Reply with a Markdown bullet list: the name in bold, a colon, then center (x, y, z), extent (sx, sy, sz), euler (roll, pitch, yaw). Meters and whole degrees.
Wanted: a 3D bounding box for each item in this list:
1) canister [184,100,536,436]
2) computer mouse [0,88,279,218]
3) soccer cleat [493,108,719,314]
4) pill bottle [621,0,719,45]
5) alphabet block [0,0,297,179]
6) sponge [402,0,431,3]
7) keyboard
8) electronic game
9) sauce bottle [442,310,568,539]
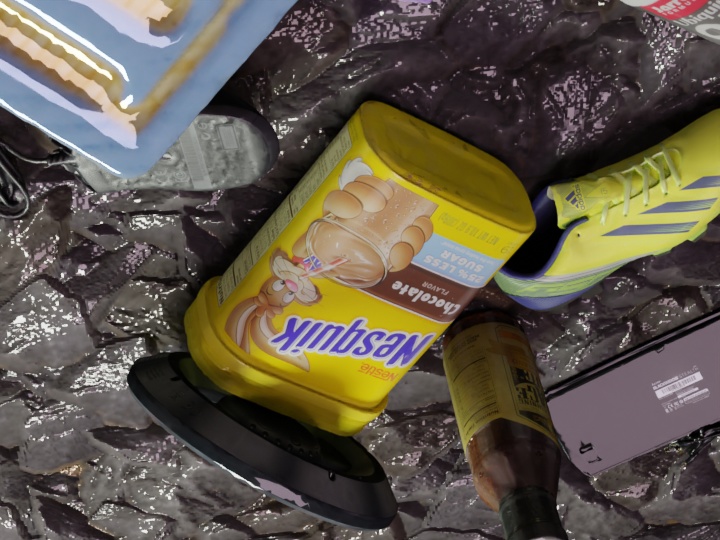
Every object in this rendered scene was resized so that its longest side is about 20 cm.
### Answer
- **canister**: center (0.000, 0.000, 1.381), extent (0.148, 0.087, 0.200), euler (23, 123, -29)
- **computer mouse**: center (-0.153, -0.101, 1.286), extent (0.198, 0.046, 0.141), euler (-7, 139, 12)
- **soccer cleat**: center (0.166, -0.043, 1.385), extent (0.200, 0.065, 0.084), euler (-36, 133, 23)
- **pill bottle**: center (0.201, -0.191, 1.222), extent (0.199, 0.111, 0.111), euler (19, 127, -26)
- **alphabet block**: center (-0.127, -0.206, 1.066), extent (0.195, 0.201, 0.196), euler (33, 121, -25)
- **sponge**: center (0.020, -0.244, 1.194), extent (0.111, 0.030, 0.201), euler (9, 130, -18)
- **keyboard**: center (0.235, 0.086, 1.554), extent (0.199, 0.040, 0.105), euler (-25, 109, 14)
- **electronic game**: center (-0.063, 0.112, 1.404), extent (0.199, 0.200, 0.042), euler (26, 99, -30)
- **sauce bottle**: center (0.100, 0.115, 1.429), extent (0.065, 0.201, 0.066), euler (-7, 135, -7)
